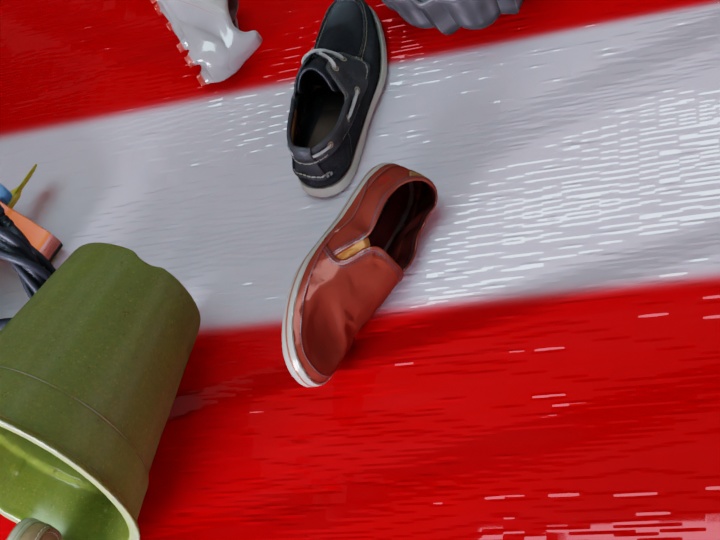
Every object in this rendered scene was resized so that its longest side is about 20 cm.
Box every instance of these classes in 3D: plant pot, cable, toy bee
[{"bbox_3d":[-0.219,0.088,0.971,0.197,0.201,0.191,6,51,28],"label":"plant pot"},{"bbox_3d":[-0.337,0.012,1.080,0.199,0.165,0.051,33,34,14],"label":"cable"},{"bbox_3d":[-0.359,-0.060,1.173,0.130,0.109,0.201,-36,77,-8],"label":"toy bee"}]

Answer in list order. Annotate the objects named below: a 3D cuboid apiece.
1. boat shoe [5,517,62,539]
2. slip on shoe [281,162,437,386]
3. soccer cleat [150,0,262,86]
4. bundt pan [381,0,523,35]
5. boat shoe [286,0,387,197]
[{"bbox_3d":[-0.244,0.289,0.923,0.065,0.074,0.203,-2,71,20],"label":"boat shoe"},{"bbox_3d":[0.000,0.000,0.967,0.061,0.074,0.202,5,58,48],"label":"slip on shoe"},{"bbox_3d":[-0.162,-0.264,1.210,0.077,0.069,0.201,-32,60,-1],"label":"soccer cleat"},{"bbox_3d":[0.093,-0.293,1.093,0.199,0.076,0.205,-12,57,18],"label":"bundt pan"},{"bbox_3d":[-0.023,-0.167,1.084,0.071,0.068,0.203,-3,59,25],"label":"boat shoe"}]
